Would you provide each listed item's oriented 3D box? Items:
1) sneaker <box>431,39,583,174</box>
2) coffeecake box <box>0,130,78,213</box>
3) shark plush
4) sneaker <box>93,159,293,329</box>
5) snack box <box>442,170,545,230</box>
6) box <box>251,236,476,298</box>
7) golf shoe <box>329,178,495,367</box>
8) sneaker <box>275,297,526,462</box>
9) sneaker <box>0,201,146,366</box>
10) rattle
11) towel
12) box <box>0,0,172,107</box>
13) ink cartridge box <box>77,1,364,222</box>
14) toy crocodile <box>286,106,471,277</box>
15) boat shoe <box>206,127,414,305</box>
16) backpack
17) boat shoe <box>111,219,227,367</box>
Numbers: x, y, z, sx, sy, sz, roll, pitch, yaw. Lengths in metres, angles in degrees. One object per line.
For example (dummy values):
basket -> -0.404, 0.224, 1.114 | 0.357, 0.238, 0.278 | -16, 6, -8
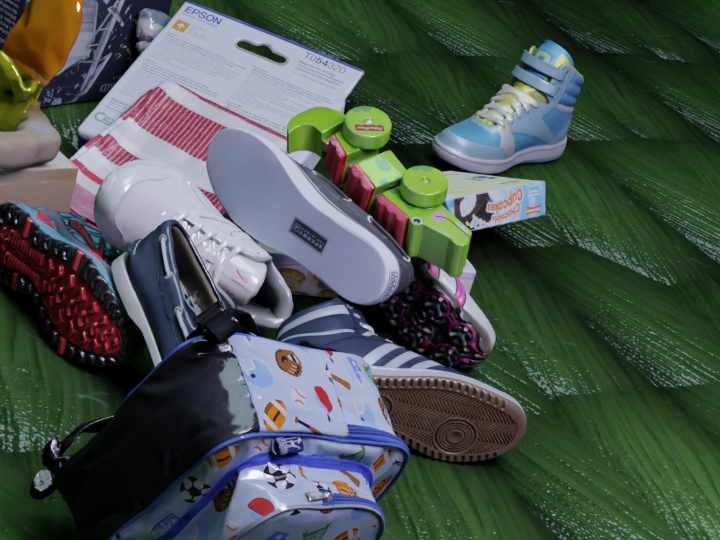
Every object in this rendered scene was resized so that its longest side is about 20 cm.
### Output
sneaker -> 0.157, -0.176, 1.951 | 0.079, 0.131, 0.200 | 34, 30, 29
coffeecake box -> -0.350, -0.095, 1.530 | 0.153, 0.073, 0.200 | -6, 34, -40
shark plush -> -0.145, -0.212, 1.862 | 0.200, 0.084, 0.091 | -3, -2, -44
sneaker -> -0.116, -0.017, 1.419 | 0.099, 0.078, 0.200 | 30, -3, 46
snack box -> 0.066, -0.060, 1.722 | 0.116, 0.037, 0.200 | 10, 15, 41
box -> 0.000, 0.000, 1.596 | 0.199, 0.042, 0.039 | 6, 28, -24
golf shoe -> 0.043, -0.007, 1.542 | 0.200, 0.073, 0.092 | 44, 47, 10
sneaker -> 0.026, 0.080, 1.415 | 0.199, 0.070, 0.109 | 11, 27, -7
sneaker -> -0.202, 0.002, 1.419 | 0.095, 0.080, 0.200 | -2, 31, -39
rattle -> -0.314, -0.151, 1.424 | 0.200, 0.143, 0.130 | 7, 44, -38
towel -> -0.168, -0.087, 1.612 | 0.144, 0.023, 0.200 | 27, 47, 19
box -> -0.286, -0.273, 1.790 | 0.124, 0.197, 0.200 | 33, 29, 29
ink cartridge box -> -0.125, -0.143, 1.718 | 0.196, 0.043, 0.200 | 23, 52, 14
toy crocodile -> 0.016, -0.066, 1.491 | 0.062, 0.068, 0.200 | -24, 56, -31
boat shoe -> -0.036, -0.045, 1.477 | 0.200, 0.070, 0.066 | 36, 20, 24
backpack -> -0.064, 0.122, 1.143 | 0.190, 0.200, 0.154 | -3, 61, -50
boat shoe -> -0.106, 0.054, 1.325 | 0.075, 0.062, 0.200 | 17, 38, -56
